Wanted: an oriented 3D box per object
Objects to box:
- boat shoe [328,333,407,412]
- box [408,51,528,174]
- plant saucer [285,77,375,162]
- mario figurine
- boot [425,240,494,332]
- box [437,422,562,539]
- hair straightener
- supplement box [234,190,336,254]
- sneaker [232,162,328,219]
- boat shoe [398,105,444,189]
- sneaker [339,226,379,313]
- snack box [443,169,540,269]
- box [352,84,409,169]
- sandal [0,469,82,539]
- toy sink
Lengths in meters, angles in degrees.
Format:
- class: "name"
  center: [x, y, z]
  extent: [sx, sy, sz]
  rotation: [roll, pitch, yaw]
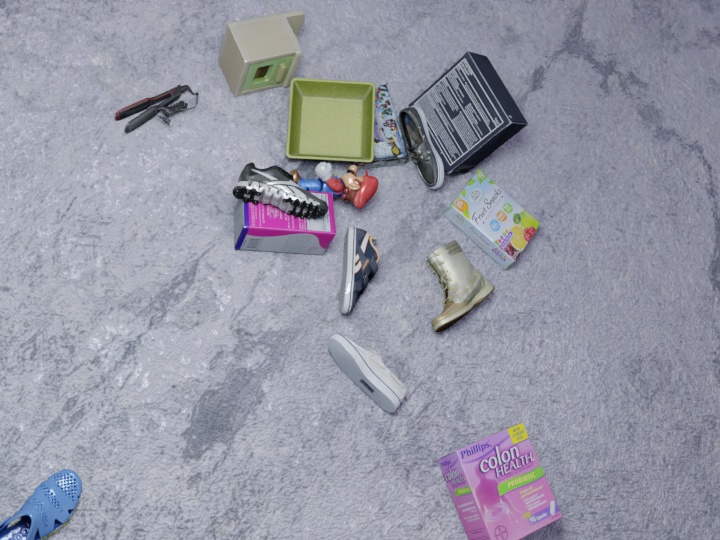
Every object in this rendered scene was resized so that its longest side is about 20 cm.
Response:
- class: "boat shoe"
  center: [0.018, 0.197, 1.610]
  extent: [0.200, 0.072, 0.066]
  rotation: [44, 55, 1]
- class: "box"
  center: [0.255, -0.369, 1.863]
  extent: [0.122, 0.197, 0.203]
  rotation: [-13, 71, -55]
- class: "plant saucer"
  center: [-0.066, -0.333, 1.794]
  extent: [0.195, 0.048, 0.205]
  rotation: [3, 71, -3]
- class: "mario figurine"
  center: [-0.057, -0.200, 1.724]
  extent: [0.195, 0.108, 0.124]
  rotation: [2, 27, -7]
- class: "boot"
  center: [0.192, 0.032, 1.751]
  extent: [0.199, 0.072, 0.156]
  rotation: [-34, 83, -35]
- class: "box"
  center: [0.280, 0.439, 1.591]
  extent: [0.173, 0.097, 0.204]
  rotation: [-14, 73, -26]
- class: "hair straightener"
  center: [-0.424, -0.341, 1.695]
  extent: [0.199, 0.041, 0.078]
  rotation: [-33, 83, -34]
- class: "supplement box"
  center: [-0.159, -0.103, 1.653]
  extent: [0.195, 0.101, 0.106]
  rotation: [5, 64, -20]
- class: "sneaker"
  center: [-0.154, -0.168, 1.586]
  extent: [0.196, 0.067, 0.092]
  rotation: [15, 63, -13]
- class: "boat shoe"
  center: [0.137, -0.286, 1.851]
  extent: [0.056, 0.068, 0.204]
  rotation: [-16, 86, -48]
- class: "sneaker"
  center: [0.000, 0.000, 1.684]
  extent: [0.078, 0.079, 0.204]
  rotation: [11, 62, -10]
- class: "snack box"
  center: [0.314, -0.122, 1.877]
  extent: [0.199, 0.053, 0.143]
  rotation: [41, 58, 0]
- class: "box"
  center: [0.024, -0.342, 1.866]
  extent: [0.134, 0.040, 0.204]
  rotation: [-9, 71, -24]
- class: "sandal"
  center: [-0.535, 0.409, 1.287]
  extent: [0.079, 0.087, 0.201]
  rotation: [39, 57, 1]
- class: "toy sink"
  center: [-0.205, -0.490, 1.789]
  extent: [0.197, 0.130, 0.114]
  rotation: [-20, 75, -29]
